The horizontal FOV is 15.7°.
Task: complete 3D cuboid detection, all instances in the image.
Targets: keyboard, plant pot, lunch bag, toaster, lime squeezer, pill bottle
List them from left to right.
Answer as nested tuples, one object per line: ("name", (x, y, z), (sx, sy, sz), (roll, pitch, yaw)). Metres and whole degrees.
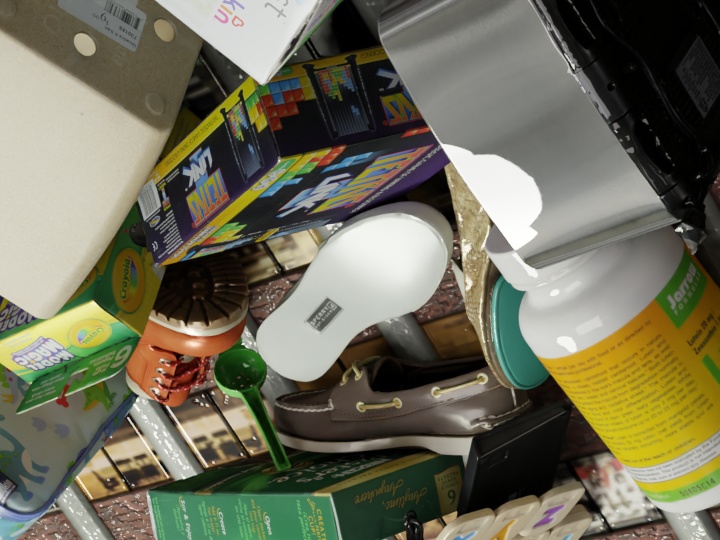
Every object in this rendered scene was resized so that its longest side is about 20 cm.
("lunch bag", (-0.252, 0.085, 1.792), (0.161, 0.200, 0.082), (42, 133, -2))
("plant pot", (-0.194, -0.128, 1.555), (0.199, 0.201, 0.177), (33, 140, -21))
("lime squeezer", (-0.090, 0.044, 1.753), (0.038, 0.071, 0.201), (-19, 83, 5))
("keyboard", (0.072, 0.157, 1.680), (0.021, 0.127, 0.200), (53, 157, 26))
("toaster", (0.122, -0.115, 1.415), (0.118, 0.200, 0.181), (-24, 109, 36))
("pill bottle", (0.164, 0.038, 1.552), (0.111, 0.111, 0.200), (-23, 114, 41))

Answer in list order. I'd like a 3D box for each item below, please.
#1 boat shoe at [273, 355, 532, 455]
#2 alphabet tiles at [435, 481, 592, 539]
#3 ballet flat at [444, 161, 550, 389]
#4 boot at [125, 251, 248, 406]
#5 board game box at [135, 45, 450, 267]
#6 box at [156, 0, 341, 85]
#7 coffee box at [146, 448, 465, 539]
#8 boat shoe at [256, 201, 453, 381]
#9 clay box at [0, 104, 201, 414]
("boat shoe", (0.023, 0.085, 1.716), (0.199, 0.072, 0.060), (-2, 107, 36))
("alphabet tiles", (0.060, 0.204, 1.701), (0.015, 0.199, 0.196), (56, 136, 24))
("ballet flat", (0.086, -0.020, 1.612), (0.065, 0.070, 0.201), (33, 138, 45))
("boot", (-0.117, 0.042, 1.711), (0.200, 0.075, 0.108), (-158, 54, -65))
("board game box", (-0.023, -0.071, 1.525), (0.200, 0.165, 0.057), (-36, 70, 60))
("box", (-0.055, -0.231, 1.435), (0.176, 0.200, 0.097), (38, 135, 0))
("coffee box", (-0.035, 0.151, 1.736), (0.200, 0.123, 0.044), (-4, 98, 50))
("boat shoe", (0.000, 0.000, 1.665), (0.071, 0.064, 0.200), (41, 139, -9))
("clay box", (-0.171, -0.010, 1.670), (0.115, 0.201, 0.048), (-23, 128, 40))
